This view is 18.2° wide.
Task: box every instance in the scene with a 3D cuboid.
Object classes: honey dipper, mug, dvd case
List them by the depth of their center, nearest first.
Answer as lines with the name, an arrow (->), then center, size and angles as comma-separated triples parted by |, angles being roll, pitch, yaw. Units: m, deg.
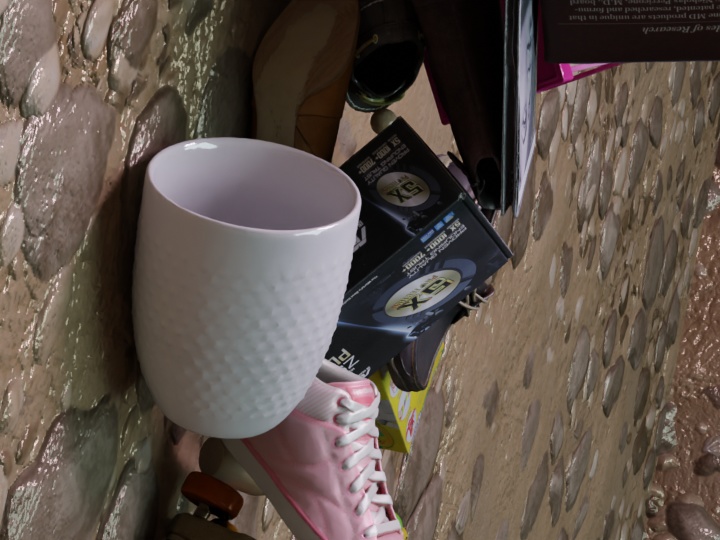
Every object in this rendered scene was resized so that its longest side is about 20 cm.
mug -> -0.089, 0.006, 1.562 | 0.200, 0.147, 0.176 | -109, -154, -61
dvd case -> 0.115, -0.156, 1.603 | 0.149, 0.016, 0.200 | -68, 160, -67
honey dipper -> 0.024, -0.096, 1.906 | 0.200, 0.038, 0.038 | 84, 20, -76

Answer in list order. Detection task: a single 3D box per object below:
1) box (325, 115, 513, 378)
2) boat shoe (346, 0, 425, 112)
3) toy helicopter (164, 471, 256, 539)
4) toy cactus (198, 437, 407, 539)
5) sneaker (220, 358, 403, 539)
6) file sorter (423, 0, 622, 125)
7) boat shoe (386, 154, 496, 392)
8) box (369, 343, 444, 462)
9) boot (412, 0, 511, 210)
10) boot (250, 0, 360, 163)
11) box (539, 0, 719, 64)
box -> 0.000, 0.000, 1.713 | 0.200, 0.086, 0.164 | -39, 157, 2
boat shoe -> 0.013, -0.167, 1.787 | 0.201, 0.072, 0.061 | 103, -19, -69
toy helicopter -> -0.055, 0.231, 1.655 | 0.079, 0.200, 0.132 | -61, 150, -19
toy cactus -> -0.056, 0.161, 1.725 | 0.165, 0.200, 0.102 | 16, 111, -39
sneaker -> -0.010, 0.141, 1.608 | 0.105, 0.200, 0.075 | -48, 161, 17
file sorter -> 0.124, -0.239, 1.803 | 0.125, 0.139, 0.200 | -17, 90, -43
boat shoe -> 0.069, 0.002, 1.820 | 0.074, 0.073, 0.200 | 42, 58, -66
box -> 0.025, 0.069, 1.904 | 0.200, 0.048, 0.118 | 69, 35, -53
boot -> 0.083, -0.156, 1.652 | 0.200, 0.072, 0.167 | 69, 9, -62
boot -> -0.044, -0.109, 1.738 | 0.144, 0.071, 0.202 | 66, 43, -68
box -> 0.207, -0.271, 1.581 | 0.200, 0.164, 0.166 | 76, 16, -55
